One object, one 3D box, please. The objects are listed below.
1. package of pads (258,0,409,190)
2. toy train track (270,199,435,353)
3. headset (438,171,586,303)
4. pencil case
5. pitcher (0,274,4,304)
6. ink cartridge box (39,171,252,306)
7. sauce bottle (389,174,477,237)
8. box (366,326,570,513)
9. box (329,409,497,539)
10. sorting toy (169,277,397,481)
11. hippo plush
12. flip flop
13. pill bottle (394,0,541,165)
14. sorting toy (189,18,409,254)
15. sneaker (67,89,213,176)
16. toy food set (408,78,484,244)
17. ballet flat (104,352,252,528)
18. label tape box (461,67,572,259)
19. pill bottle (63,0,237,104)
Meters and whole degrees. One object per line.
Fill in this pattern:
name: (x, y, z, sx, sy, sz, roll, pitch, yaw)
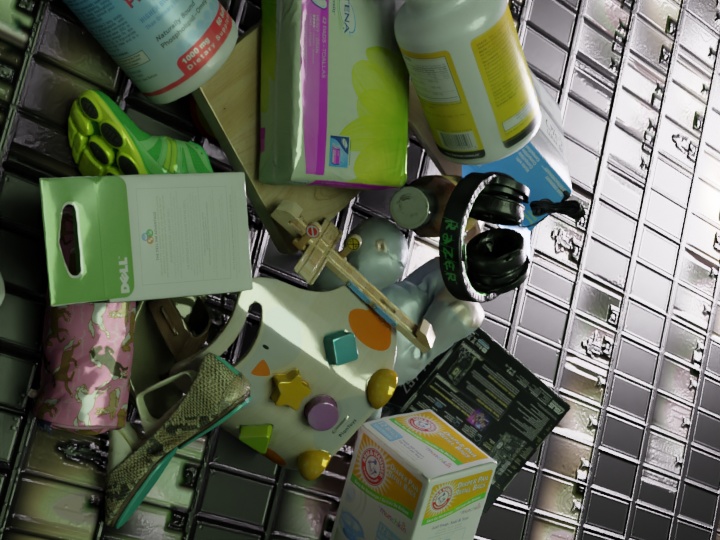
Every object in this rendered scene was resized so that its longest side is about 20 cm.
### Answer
package of pads: (-0.021, -0.181, 1.322, 0.153, 0.068, 0.204, 1, 91, -41)
toy train track: (0.000, 0.000, 1.306, 0.200, 0.033, 0.115, 42, 29, -8)
headset: (0.147, -0.040, 1.361, 0.199, 0.093, 0.126, -27, 119, -54)
pencil case: (-0.242, 0.042, 1.210, 0.085, 0.083, 0.204, 6, 87, -24)
pitcher: (-0.400, 0.012, 1.059, 0.172, 0.121, 0.200, -53, 135, -9)
ink cartridge box: (-0.189, -0.027, 1.161, 0.198, 0.059, 0.106, -5, 92, -40)
sauce bottle: (0.075, -0.066, 1.385, 0.200, 0.065, 0.067, -4, 94, -73)
box: (0.122, 0.158, 1.523, 0.199, 0.044, 0.161, 38, 92, -36)
box: (0.046, 0.260, 1.410, 0.100, 0.112, 0.203, -6, 121, -41)
sorting toy: (-0.079, 0.092, 1.286, 0.179, 0.107, 0.200, 34, 104, -34)
hippo plush: (0.019, 0.025, 1.435, 0.160, 0.160, 0.200, 40, 107, -16)
flip flop: (-0.169, 0.041, 1.293, 0.081, 0.057, 0.203, 31, 71, -38)
pill bottle: (0.097, -0.211, 1.314, 0.112, 0.111, 0.202, -47, 130, -31)
sorting toy: (-0.071, -0.155, 1.370, 0.200, 0.069, 0.200, -44, 118, -32)
sneaker: (-0.190, -0.091, 1.267, 0.200, 0.074, 0.084, 46, 38, -21)
toy food set: (0.098, -0.151, 1.538, 0.201, 0.060, 0.144, 53, 47, -30)
ballet flat: (-0.182, 0.146, 1.244, 0.075, 0.200, 0.068, 46, 20, 1)
label tape box: (0.166, -0.136, 1.475, 0.144, 0.063, 0.202, 42, 35, -38)
pill bottle: (-0.206, -0.255, 1.219, 0.200, 0.108, 0.109, 50, 60, -31)
